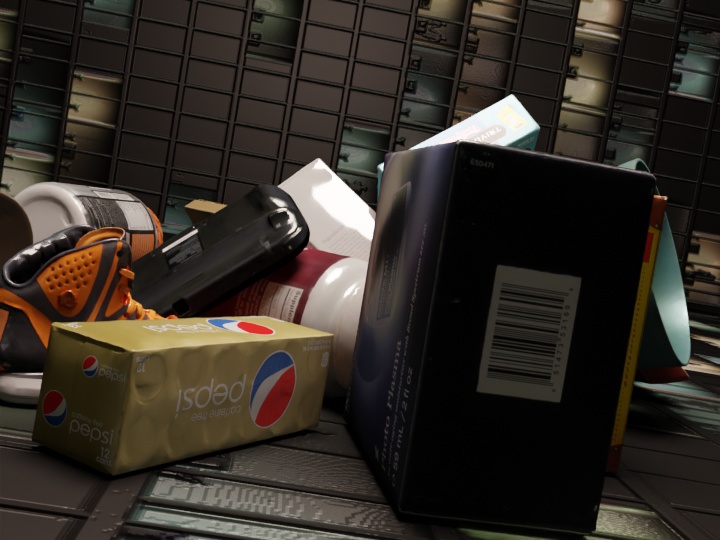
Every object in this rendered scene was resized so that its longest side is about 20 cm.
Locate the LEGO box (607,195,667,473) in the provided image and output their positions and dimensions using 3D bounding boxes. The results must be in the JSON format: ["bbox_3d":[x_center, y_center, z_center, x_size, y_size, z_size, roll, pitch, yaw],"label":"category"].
[{"bbox_3d":[0.153,0.035,0.712,0.076,0.203,0.149,8,5,-10],"label":"LEGO box"}]

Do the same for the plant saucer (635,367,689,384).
[{"bbox_3d":[0.274,0.060,1.099,0.200,0.037,0.200,49,-9,-6],"label":"plant saucer"}]

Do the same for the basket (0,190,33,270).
[{"bbox_3d":[-0.421,-0.043,0.880,0.198,0.138,0.179,17,9,35],"label":"basket"}]

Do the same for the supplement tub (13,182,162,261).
[{"bbox_3d":[-0.321,-0.038,1.084,0.121,0.124,0.200,11,3,13],"label":"supplement tub"}]

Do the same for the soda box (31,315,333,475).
[{"bbox_3d":[-0.097,0.068,0.557,0.063,0.069,0.199,13,5,28],"label":"soda box"}]

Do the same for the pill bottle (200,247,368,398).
[{"bbox_3d":[-0.046,0.039,0.761,0.198,0.116,0.114,13,5,35],"label":"pill bottle"}]

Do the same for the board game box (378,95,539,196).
[{"bbox_3d":[0.090,-0.064,0.910,0.150,0.047,0.201,-29,-24,-14],"label":"board game box"}]

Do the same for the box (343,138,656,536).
[{"bbox_3d":[0.071,0.030,0.577,0.121,0.203,0.198,9,3,-10],"label":"box"}]

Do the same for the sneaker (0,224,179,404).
[{"bbox_3d":[-0.151,0.031,0.619,0.198,0.114,0.077,6,5,-43],"label":"sneaker"}]

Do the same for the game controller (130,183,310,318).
[{"bbox_3d":[-0.136,0.000,0.741,0.198,0.042,0.104,-31,28,-2],"label":"game controller"}]

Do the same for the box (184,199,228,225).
[{"bbox_3d":[-0.097,0.007,0.936,0.021,0.165,0.199,-37,26,-23],"label":"box"}]

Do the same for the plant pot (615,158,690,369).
[{"bbox_3d":[0.221,0.008,0.908,0.159,0.204,0.200,-13,-7,26],"label":"plant pot"}]

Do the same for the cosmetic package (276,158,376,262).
[{"bbox_3d":[0.000,0.000,0.863,0.200,0.074,0.102,46,-21,16],"label":"cosmetic package"}]
